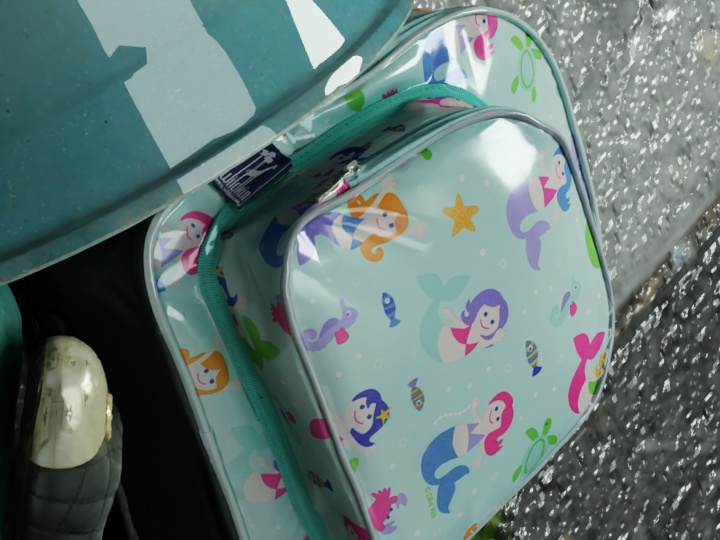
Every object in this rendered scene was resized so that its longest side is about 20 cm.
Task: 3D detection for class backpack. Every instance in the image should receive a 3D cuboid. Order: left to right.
[{"bbox_3d":[0.000,0.000,1.016,0.200,0.150,0.178,-42,126,-36],"label":"backpack"}]

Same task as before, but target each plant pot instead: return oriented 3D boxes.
[{"bbox_3d":[-0.115,-0.116,0.842,0.200,0.200,0.188,-39,110,-32],"label":"plant pot"}]

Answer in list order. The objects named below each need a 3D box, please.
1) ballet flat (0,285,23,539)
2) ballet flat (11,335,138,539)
[{"bbox_3d":[-0.136,0.086,0.954,0.070,0.067,0.201,-20,118,-62],"label":"ballet flat"},{"bbox_3d":[-0.081,0.089,0.974,0.200,0.057,0.067,85,10,-49],"label":"ballet flat"}]
